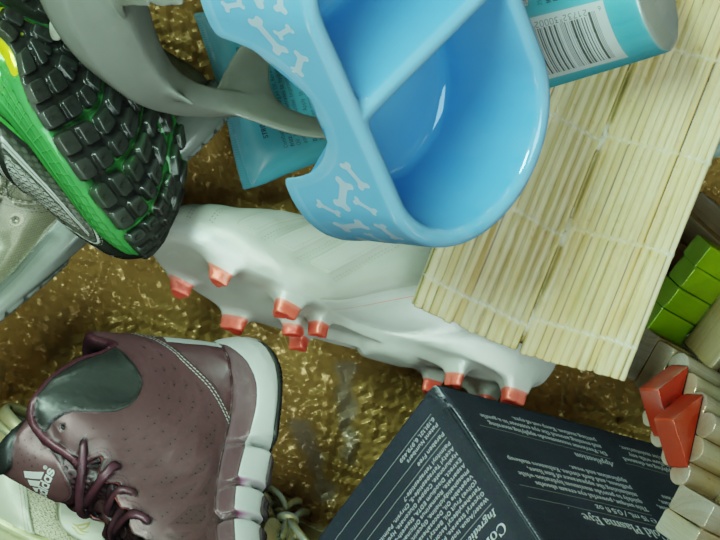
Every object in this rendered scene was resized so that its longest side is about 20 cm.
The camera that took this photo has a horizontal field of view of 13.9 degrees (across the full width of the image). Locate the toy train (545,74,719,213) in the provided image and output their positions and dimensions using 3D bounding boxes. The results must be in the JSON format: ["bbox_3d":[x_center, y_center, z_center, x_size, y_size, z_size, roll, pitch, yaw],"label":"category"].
[{"bbox_3d":[0.115,-0.095,1.268,0.114,0.085,0.200,35,98,-16],"label":"toy train"}]

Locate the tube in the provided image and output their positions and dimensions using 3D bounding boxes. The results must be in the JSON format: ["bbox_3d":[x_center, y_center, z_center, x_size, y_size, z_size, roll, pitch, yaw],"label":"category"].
[{"bbox_3d":[0.029,-0.091,1.213,0.200,0.050,0.077,-12,94,23],"label":"tube"}]

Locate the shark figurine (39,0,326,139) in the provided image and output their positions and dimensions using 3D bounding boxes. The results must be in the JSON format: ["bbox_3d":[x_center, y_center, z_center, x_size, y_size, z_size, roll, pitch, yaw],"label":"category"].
[{"bbox_3d":[-0.079,-0.103,1.105,0.128,0.089,0.215,-45,130,-21],"label":"shark figurine"}]

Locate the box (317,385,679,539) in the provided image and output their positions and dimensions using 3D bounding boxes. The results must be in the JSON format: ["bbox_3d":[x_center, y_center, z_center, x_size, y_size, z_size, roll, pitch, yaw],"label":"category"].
[{"bbox_3d":[0.111,0.162,1.274,0.200,0.182,0.104,17,117,-41],"label":"box"}]

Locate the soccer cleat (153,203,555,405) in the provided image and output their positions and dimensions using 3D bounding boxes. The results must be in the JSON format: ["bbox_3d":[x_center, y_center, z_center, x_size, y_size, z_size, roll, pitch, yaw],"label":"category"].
[{"bbox_3d":[0.000,0.000,1.278,0.200,0.069,0.078,20,73,-26],"label":"soccer cleat"}]

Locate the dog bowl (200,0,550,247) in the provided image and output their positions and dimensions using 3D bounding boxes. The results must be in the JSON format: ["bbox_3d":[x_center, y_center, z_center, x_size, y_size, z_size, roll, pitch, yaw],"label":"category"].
[{"bbox_3d":[0.011,-0.090,1.104,0.111,0.050,0.200,-46,134,-23],"label":"dog bowl"}]

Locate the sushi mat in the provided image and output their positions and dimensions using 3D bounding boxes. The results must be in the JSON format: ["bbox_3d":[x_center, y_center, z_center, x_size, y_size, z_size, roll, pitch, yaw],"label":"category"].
[{"bbox_3d":[0.100,-0.059,1.229,0.096,0.012,0.200,21,96,-1],"label":"sushi mat"}]

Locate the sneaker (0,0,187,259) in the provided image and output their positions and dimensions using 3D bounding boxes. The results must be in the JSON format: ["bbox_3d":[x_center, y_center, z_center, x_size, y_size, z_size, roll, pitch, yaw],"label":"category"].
[{"bbox_3d":[-0.147,-0.079,1.162,0.085,0.078,0.200,-28,113,40],"label":"sneaker"}]

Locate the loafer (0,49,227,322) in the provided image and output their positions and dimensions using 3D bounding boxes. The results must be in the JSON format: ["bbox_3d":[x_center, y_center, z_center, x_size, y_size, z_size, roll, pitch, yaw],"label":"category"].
[{"bbox_3d":[-0.146,-0.027,1.229,0.200,0.075,0.070,-41,94,-7],"label":"loafer"}]

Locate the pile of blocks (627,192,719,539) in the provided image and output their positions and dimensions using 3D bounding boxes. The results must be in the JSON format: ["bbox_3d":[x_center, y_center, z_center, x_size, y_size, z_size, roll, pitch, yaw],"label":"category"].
[{"bbox_3d":[0.151,0.043,1.271,0.082,0.200,0.062,-35,139,28],"label":"pile of blocks"}]

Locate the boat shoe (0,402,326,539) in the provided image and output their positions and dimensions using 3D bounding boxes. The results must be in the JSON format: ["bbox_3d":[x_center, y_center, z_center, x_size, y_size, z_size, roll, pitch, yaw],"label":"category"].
[{"bbox_3d":[-0.074,0.111,1.298,0.201,0.073,0.063,17,110,-14],"label":"boat shoe"}]

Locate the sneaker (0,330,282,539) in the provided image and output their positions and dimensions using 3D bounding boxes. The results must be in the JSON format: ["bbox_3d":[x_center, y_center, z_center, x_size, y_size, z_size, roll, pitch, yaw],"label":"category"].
[{"bbox_3d":[-0.099,0.112,1.222,0.115,0.200,0.076,12,146,-15],"label":"sneaker"}]
